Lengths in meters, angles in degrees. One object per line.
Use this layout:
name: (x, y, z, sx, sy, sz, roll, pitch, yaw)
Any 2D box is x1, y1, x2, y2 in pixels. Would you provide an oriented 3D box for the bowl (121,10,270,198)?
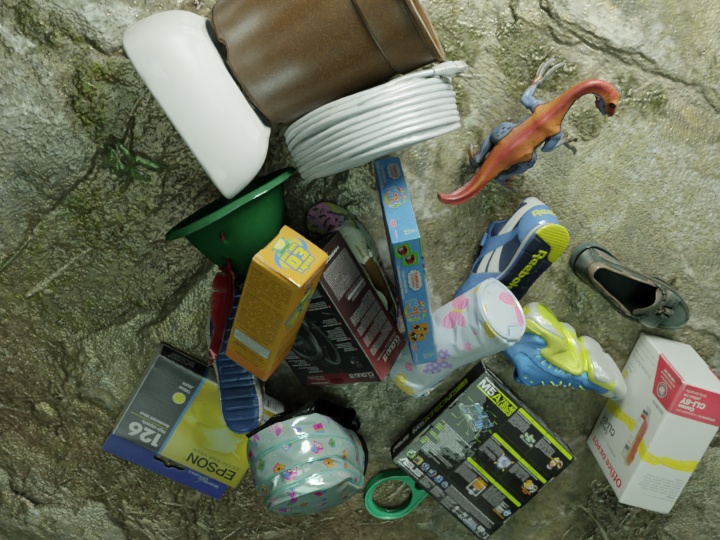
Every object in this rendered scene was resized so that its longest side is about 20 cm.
bowl: (-0.162, -0.193, 0.826, 0.074, 0.200, 0.201, -30, 112, 8)

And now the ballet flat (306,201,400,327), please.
ballet flat: (0.000, 0.000, 0.989, 0.069, 0.071, 0.201, -31, 111, 2)

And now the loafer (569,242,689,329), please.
loafer: (0.371, 0.035, 1.034, 0.199, 0.063, 0.072, 28, 108, -15)

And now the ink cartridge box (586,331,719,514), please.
ink cartridge box: (0.413, 0.213, 1.067, 0.082, 0.145, 0.202, 15, 111, -9)

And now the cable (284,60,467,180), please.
cable: (0.014, -0.159, 0.853, 0.198, 0.200, 0.070, -22, 97, -19)

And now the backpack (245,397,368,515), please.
backpack: (-0.070, 0.256, 1.017, 0.166, 0.127, 0.200, -29, 155, 0)

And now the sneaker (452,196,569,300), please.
sneaker: (0.190, -0.013, 1.003, 0.073, 0.083, 0.200, 16, 132, -33)

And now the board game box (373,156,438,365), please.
board game box: (0.055, -0.010, 0.915, 0.036, 0.152, 0.201, -11, 133, 1)

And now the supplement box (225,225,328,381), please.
supplement box: (-0.101, 0.043, 0.887, 0.068, 0.067, 0.201, 32, 139, 9)

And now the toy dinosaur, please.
toy dinosaur: (0.212, -0.152, 0.895, 0.105, 0.201, 0.181, 41, 149, -8)

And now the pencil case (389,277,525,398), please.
pencil case: (0.119, 0.091, 0.988, 0.083, 0.092, 0.200, 20, 139, -32)

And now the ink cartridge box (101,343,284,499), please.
ink cartridge box: (-0.242, 0.230, 1.084, 0.196, 0.047, 0.201, 28, 106, -16)

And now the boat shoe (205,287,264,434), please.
boat shoe: (-0.164, 0.112, 1.019, 0.071, 0.072, 0.203, -2, 87, 0)

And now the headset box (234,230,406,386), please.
headset box: (-0.047, 0.062, 0.972, 0.148, 0.077, 0.201, -11, 120, 42)

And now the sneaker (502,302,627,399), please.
sneaker: (0.278, 0.132, 1.072, 0.199, 0.076, 0.105, 40, 117, -11)

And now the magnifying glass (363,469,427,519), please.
magnifying glass: (0.098, 0.321, 1.158, 0.198, 0.022, 0.080, -25, 112, 4)

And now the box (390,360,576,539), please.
box: (0.177, 0.267, 1.111, 0.200, 0.048, 0.193, 42, 98, -12)

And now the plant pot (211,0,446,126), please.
plant pot: (-0.038, -0.267, 0.819, 0.197, 0.201, 0.201, -26, 113, 16)

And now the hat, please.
hat: (-0.118, -0.003, 0.891, 0.165, 0.199, 0.177, -34, 105, -29)
